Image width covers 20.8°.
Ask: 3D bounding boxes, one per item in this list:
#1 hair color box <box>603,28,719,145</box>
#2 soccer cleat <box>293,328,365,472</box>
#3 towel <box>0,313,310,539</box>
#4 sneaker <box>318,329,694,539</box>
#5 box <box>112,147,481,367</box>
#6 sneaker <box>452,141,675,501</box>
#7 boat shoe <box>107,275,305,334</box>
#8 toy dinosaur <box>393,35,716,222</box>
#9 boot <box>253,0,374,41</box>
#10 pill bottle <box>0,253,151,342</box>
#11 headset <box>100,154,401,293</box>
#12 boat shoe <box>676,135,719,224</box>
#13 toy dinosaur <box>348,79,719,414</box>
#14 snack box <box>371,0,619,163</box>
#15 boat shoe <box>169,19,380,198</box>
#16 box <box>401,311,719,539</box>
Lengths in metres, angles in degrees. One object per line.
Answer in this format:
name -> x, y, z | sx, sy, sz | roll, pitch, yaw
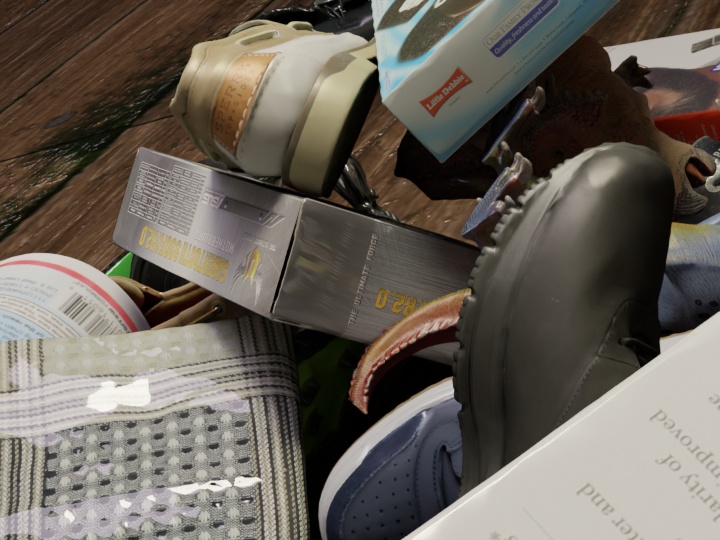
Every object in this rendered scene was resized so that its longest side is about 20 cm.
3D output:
hair color box -> 0.169, -0.071, 0.949 | 0.199, 0.064, 0.111 | -6, 26, 43
soccer cleat -> -0.076, 0.073, 0.812 | 0.081, 0.068, 0.200 | 29, 48, 28
towel -> -0.119, 0.087, 0.731 | 0.198, 0.035, 0.193 | -6, 42, 1
sneaker -> 0.078, 0.074, 0.649 | 0.199, 0.071, 0.109 | -17, 17, 7
box -> 0.000, 0.000, 0.834 | 0.157, 0.049, 0.200 | 15, 2, -27
sneaker -> 0.069, 0.063, 0.575 | 0.090, 0.202, 0.076 | 12, -3, 36
boat shoe -> -0.116, 0.035, 0.980 | 0.199, 0.070, 0.074 | -14, 20, 23
toy dinosaur -> 0.062, -0.059, 0.840 | 0.199, 0.086, 0.136 | -21, 30, 49
boot -> -0.012, -0.194, 1.467 | 0.167, 0.077, 0.200 | -21, 25, -6
pill bottle -> -0.176, 0.081, 0.863 | 0.108, 0.109, 0.200 | -12, 21, 29
headset -> -0.074, -0.002, 1.067 | 0.199, 0.094, 0.124 | -31, 18, 25
boat shoe -> 0.157, -0.023, 0.823 | 0.199, 0.068, 0.072 | -4, 26, 44
toy dinosaur -> 0.125, 0.000, 0.728 | 0.200, 0.181, 0.105 | -52, 14, 25
snack box -> 0.057, -0.122, 0.792 | 0.116, 0.037, 0.200 | -42, 16, 13
boat shoe -> -0.031, -0.073, 0.816 | 0.068, 0.075, 0.200 | 22, 3, 1
box -> 0.060, 0.122, 0.377 | 0.199, 0.107, 0.152 | -31, 63, -25
